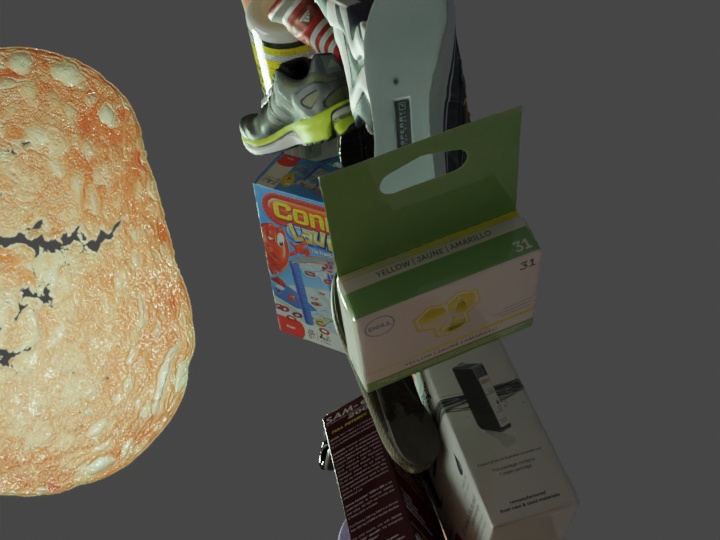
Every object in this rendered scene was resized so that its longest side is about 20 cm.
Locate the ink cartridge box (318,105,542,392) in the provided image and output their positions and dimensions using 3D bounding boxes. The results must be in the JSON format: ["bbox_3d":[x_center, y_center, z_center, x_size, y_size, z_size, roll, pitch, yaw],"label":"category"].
[{"bbox_3d":[0.054,-0.006,0.639,0.201,0.143,0.048,82,165,-55],"label":"ink cartridge box"}]

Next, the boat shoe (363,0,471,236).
[{"bbox_3d":[0.052,-0.122,0.694,0.090,0.070,0.205,7,-96,-58],"label":"boat shoe"}]

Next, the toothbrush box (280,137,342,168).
[{"bbox_3d":[-0.034,-0.110,1.183,0.201,0.084,0.148,67,-167,-46],"label":"toothbrush box"}]

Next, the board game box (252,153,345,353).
[{"bbox_3d":[0.000,0.000,0.923,0.197,0.056,0.198,17,136,25],"label":"board game box"}]

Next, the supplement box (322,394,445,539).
[{"bbox_3d":[0.029,0.221,0.847,0.109,0.060,0.201,55,-171,-36],"label":"supplement box"}]

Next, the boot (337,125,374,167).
[{"bbox_3d":[0.004,-0.157,1.026,0.202,0.076,0.140,82,174,-49],"label":"boot"}]

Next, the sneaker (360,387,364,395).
[{"bbox_3d":[0.040,0.138,1.073,0.089,0.073,0.202,66,146,37],"label":"sneaker"}]

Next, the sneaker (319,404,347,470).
[{"bbox_3d":[0.015,0.207,1.024,0.076,0.114,0.202,-95,-16,-50],"label":"sneaker"}]

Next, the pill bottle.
[{"bbox_3d":[-0.088,-0.285,1.274,0.202,0.110,0.114,81,169,-53],"label":"pill bottle"}]

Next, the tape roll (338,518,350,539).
[{"bbox_3d":[0.076,0.315,1.064,0.200,0.197,0.067,-125,18,-70],"label":"tape roll"}]

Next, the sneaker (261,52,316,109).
[{"bbox_3d":[-0.039,-0.213,1.022,0.075,0.115,0.200,49,163,-10],"label":"sneaker"}]

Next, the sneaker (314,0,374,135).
[{"bbox_3d":[0.011,-0.186,0.820,0.200,0.078,0.131,52,153,44],"label":"sneaker"}]

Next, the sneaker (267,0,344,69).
[{"bbox_3d":[-0.019,-0.242,0.946,0.115,0.078,0.200,44,-154,-3],"label":"sneaker"}]

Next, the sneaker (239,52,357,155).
[{"bbox_3d":[-0.063,-0.166,0.918,0.198,0.073,0.082,-2,109,53],"label":"sneaker"}]

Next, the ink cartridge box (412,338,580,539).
[{"bbox_3d":[0.107,0.165,0.840,0.146,0.082,0.202,93,161,-49],"label":"ink cartridge box"}]

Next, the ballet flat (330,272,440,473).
[{"bbox_3d":[0.019,0.087,0.836,0.046,0.066,0.203,119,132,-60],"label":"ballet flat"}]
